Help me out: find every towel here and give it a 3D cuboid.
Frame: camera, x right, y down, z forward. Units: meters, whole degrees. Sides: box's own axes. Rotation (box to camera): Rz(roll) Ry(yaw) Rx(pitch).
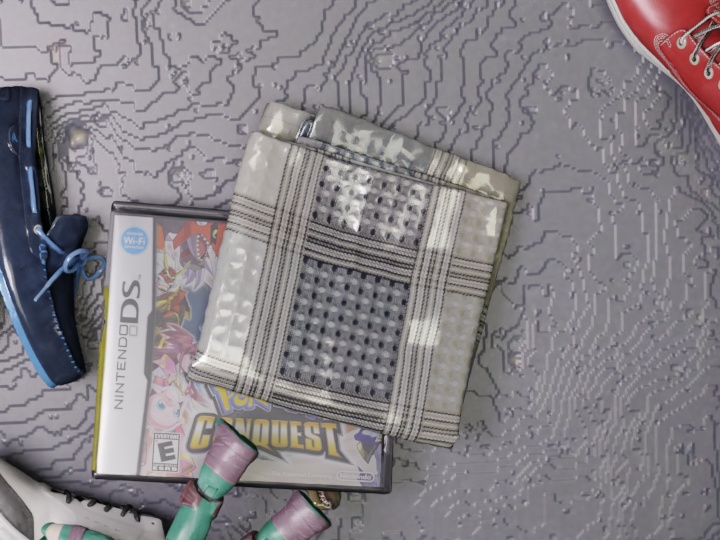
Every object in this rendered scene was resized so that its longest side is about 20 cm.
[{"bbox_3d":[0.000,0.000,1.026,0.191,0.035,0.202,16,78,-10],"label":"towel"}]

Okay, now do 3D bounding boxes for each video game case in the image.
[{"bbox_3d":[-0.073,0.052,1.033,0.198,0.025,0.182,4,81,-11],"label":"video game case"}]

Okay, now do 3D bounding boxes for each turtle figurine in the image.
[{"bbox_3d":[-0.119,0.199,0.970,0.200,0.101,0.150,-45,116,-4],"label":"turtle figurine"}]

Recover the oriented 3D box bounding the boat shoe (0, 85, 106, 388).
[{"bbox_3d":[-0.210,-0.024,1.018,0.068,0.084,0.202,-17,99,-6],"label":"boat shoe"}]

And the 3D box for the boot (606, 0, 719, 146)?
[{"bbox_3d":[0.237,-0.146,1.009,0.072,0.144,0.200,-39,96,2],"label":"boot"}]

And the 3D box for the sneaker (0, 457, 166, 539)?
[{"bbox_3d":[-0.182,0.179,1.049,0.200,0.074,0.080,42,87,-15],"label":"sneaker"}]

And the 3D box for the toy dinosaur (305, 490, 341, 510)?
[{"bbox_3d":[-0.094,0.091,1.058,0.088,0.047,0.201,-34,93,-7],"label":"toy dinosaur"}]
